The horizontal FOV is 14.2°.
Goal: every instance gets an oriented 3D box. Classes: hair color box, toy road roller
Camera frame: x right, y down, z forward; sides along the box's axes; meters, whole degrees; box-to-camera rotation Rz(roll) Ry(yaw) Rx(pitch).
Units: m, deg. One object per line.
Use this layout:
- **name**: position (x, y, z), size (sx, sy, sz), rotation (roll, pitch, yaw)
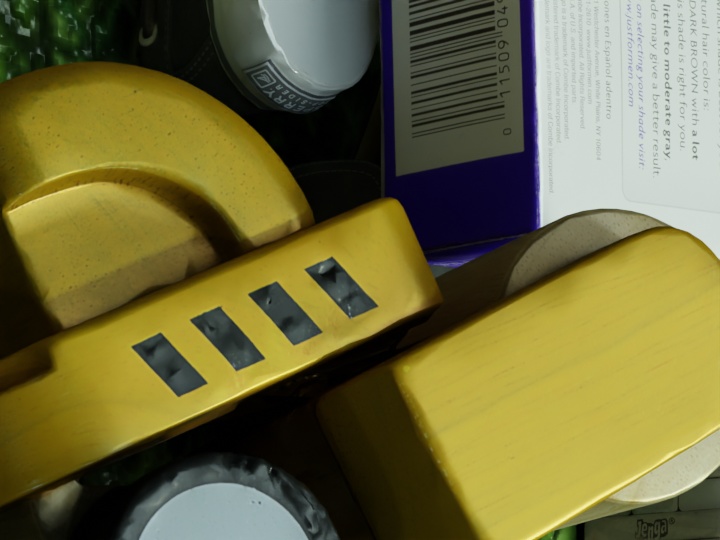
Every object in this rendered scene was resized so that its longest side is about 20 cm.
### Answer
- **hair color box**: position (0.095, -0.051, 0.807), size (0.200, 0.065, 0.110), rotation (6, 80, -42)
- **toy road roller**: position (-0.023, 0.015, 0.668), size (0.200, 0.123, 0.146), rotation (-24, 89, -27)

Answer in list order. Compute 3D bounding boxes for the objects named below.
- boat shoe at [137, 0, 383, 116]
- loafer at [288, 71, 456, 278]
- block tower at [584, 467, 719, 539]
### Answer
- **boat shoe**: position (-0.023, -0.133, 0.791), size (0.069, 0.056, 0.201), rotation (31, 58, -41)
- **loafer**: position (0.000, 0.000, 0.806), size (0.072, 0.073, 0.200), rotation (43, 46, -11)
- **block tower**: position (0.109, 0.095, 0.960), size (0.054, 0.058, 0.201), rotation (26, 62, -54)
